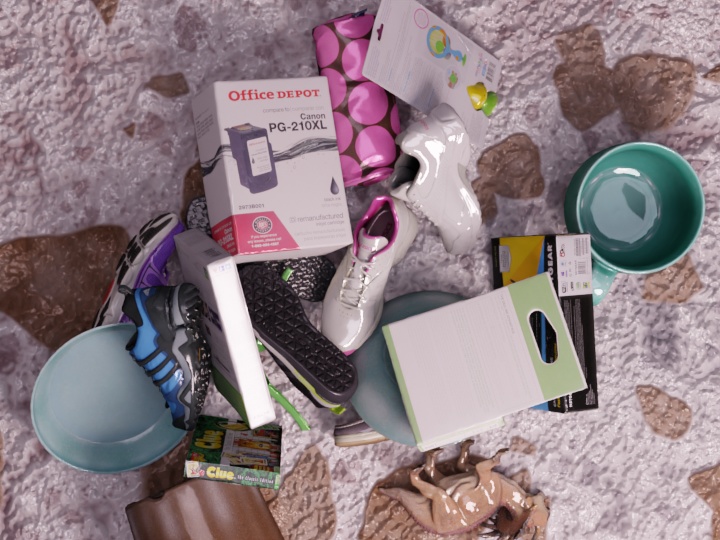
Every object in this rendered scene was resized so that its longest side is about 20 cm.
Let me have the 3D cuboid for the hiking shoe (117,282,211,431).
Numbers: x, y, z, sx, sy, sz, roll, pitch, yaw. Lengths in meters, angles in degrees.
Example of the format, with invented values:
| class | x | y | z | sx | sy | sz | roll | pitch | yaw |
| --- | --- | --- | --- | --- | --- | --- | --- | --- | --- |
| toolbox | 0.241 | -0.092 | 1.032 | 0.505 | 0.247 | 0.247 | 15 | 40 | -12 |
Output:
| class | x | y | z | sx | sy | sz | roll | pitch | yaw |
| --- | --- | --- | --- | --- | --- | --- | --- | --- | --- |
| hiking shoe | -0.218 | 0.094 | 1.630 | 0.086 | 0.075 | 0.201 | 5 | 124 | 8 |

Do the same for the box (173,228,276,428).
| class | x | y | z | sx | sy | sz | roll | pitch | yaw |
| --- | --- | --- | --- | --- | --- | --- | --- | --- | --- |
| box | -0.154 | 0.063 | 1.636 | 0.036 | 0.144 | 0.201 | -18 | 111 | -17 |

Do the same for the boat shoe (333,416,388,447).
| class | x | y | z | sx | sy | sz | roll | pitch | yaw |
| --- | --- | --- | --- | --- | --- | --- | --- | --- | --- |
| boat shoe | 0.059 | 0.160 | 1.718 | 0.199 | 0.072 | 0.065 | -15 | 83 | -4 |

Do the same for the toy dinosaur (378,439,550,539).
| class | x | y | z | sx | sy | sz | roll | pitch | yaw |
| --- | --- | --- | --- | --- | --- | --- | --- | --- | --- |
| toy dinosaur | 0.125 | 0.279 | 1.718 | 0.199 | 0.086 | 0.137 | -12 | 99 | 2 |

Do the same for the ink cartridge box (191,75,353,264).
| class | x | y | z | sx | sy | sz | roll | pitch | yaw |
| --- | --- | --- | --- | --- | --- | --- | --- | --- | --- |
| ink cartridge box | -0.102 | -0.116 | 1.661 | 0.144 | 0.084 | 0.201 | -6 | 83 | -25 |

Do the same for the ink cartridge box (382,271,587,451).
| class | x | y | z | sx | sy | sz | roll | pitch | yaw |
| --- | --- | --- | --- | --- | --- | --- | --- | --- | --- |
| ink cartridge box | 0.138 | 0.102 | 1.617 | 0.199 | 0.048 | 0.146 | -18 | 70 | 4 |

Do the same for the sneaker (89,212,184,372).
| class | x | y | z | sx | sy | sz | roll | pitch | yaw |
| --- | --- | --- | --- | --- | --- | --- | --- | --- | --- |
| sneaker | -0.252 | 0.027 | 1.703 | 0.083 | 0.081 | 0.201 | 23 | 99 | -19 |

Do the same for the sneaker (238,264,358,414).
| class | x | y | z | sx | sy | sz | roll | pitch | yaw |
| --- | --- | --- | --- | --- | --- | --- | --- | --- | --- |
| sneaker | -0.086 | 0.087 | 1.664 | 0.072 | 0.083 | 0.200 | -37 | 86 | -31 |

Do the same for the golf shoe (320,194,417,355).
| class | x | y | z | sx | sy | sz | roll | pitch | yaw |
| --- | --- | --- | --- | --- | --- | --- | --- | --- | --- |
| golf shoe | 0.000 | 0.000 | 1.681 | 0.075 | 0.092 | 0.201 | 19 | 77 | 15 |

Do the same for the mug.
| class | x | y | z | sx | sy | sz | roll | pitch | yaw |
| --- | --- | --- | --- | --- | --- | --- | --- | --- | --- |
| mug | 0.303 | -0.065 | 1.703 | 0.184 | 0.114 | 0.153 | -29 | 93 | -2 |

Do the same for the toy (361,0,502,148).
| class | x | y | z | sx | sy | sz | roll | pitch | yaw |
| --- | --- | --- | --- | --- | --- | --- | --- | --- | --- |
| toy | 0.076 | -0.232 | 1.683 | 0.199 | 0.047 | 0.116 | 26 | 70 | -33 |

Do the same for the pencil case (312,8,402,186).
| class | x | y | z | sx | sy | sz | roll | pitch | yaw |
| --- | --- | --- | --- | --- | --- | --- | --- | --- | --- |
| pencil case | 0.004 | -0.201 | 1.698 | 0.093 | 0.091 | 0.202 | -10 | 94 | -8 |

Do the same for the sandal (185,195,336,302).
| class | x | y | z | sx | sy | sz | roll | pitch | yaw |
| --- | --- | --- | --- | --- | --- | --- | --- | --- | --- |
| sandal | -0.123 | -0.022 | 1.718 | 0.200 | 0.048 | 0.076 | 31 | 88 | -16 |

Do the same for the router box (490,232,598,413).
| class | x | y | z | sx | sy | sz | roll | pitch | yaw |
| --- | --- | --- | --- | --- | --- | --- | --- | --- | --- |
| router box | 0.212 | 0.059 | 1.681 | 0.051 | 0.149 | 0.202 | -4 | 91 | -24 |

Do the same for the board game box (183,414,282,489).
| class | x | y | z | sx | sy | sz | roll | pitch | yaw |
| --- | --- | --- | --- | --- | --- | --- | --- | --- | --- |
| board game box | -0.141 | 0.203 | 1.639 | 0.104 | 0.200 | 0.024 | 6 | 98 | -4 |

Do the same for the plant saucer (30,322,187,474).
| class | x | y | z | sx | sy | sz | roll | pitch | yaw |
| --- | --- | --- | --- | --- | --- | --- | --- | --- | --- |
| plant saucer | -0.284 | 0.142 | 1.678 | 0.199 | 0.036 | 0.201 | -9 | 118 | -17 |

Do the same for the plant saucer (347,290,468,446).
| class | x | y | z | sx | sy | sz | roll | pitch | yaw |
| --- | --- | --- | --- | --- | --- | --- | --- | --- | --- |
| plant saucer | 0.078 | 0.105 | 1.683 | 0.199 | 0.039 | 0.202 | -2 | 63 | 4 |

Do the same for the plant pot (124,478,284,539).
| class | x | y | z | sx | sy | sz | roll | pitch | yaw |
| --- | --- | --- | --- | --- | --- | --- | --- | --- | --- |
| plant pot | -0.165 | 0.333 | 1.655 | 0.199 | 0.200 | 0.199 | -22 | 84 | -3 |

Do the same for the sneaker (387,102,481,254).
| class | x | y | z | sx | sy | sz | roll | pitch | yaw |
| --- | --- | --- | --- | --- | --- | --- | --- | --- | --- |
| sneaker | 0.079 | -0.096 | 1.676 | 0.099 | 0.078 | 0.201 | -22 | 127 | -11 |

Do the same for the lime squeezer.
| class | x | y | z | sx | sy | sz | roll | pitch | yaw |
| --- | --- | --- | --- | --- | --- | --- | --- | --- | --- |
| lime squeezer | -0.105 | 0.098 | 1.710 | 0.070 | 0.038 | 0.201 | -2 | 103 | 14 |
